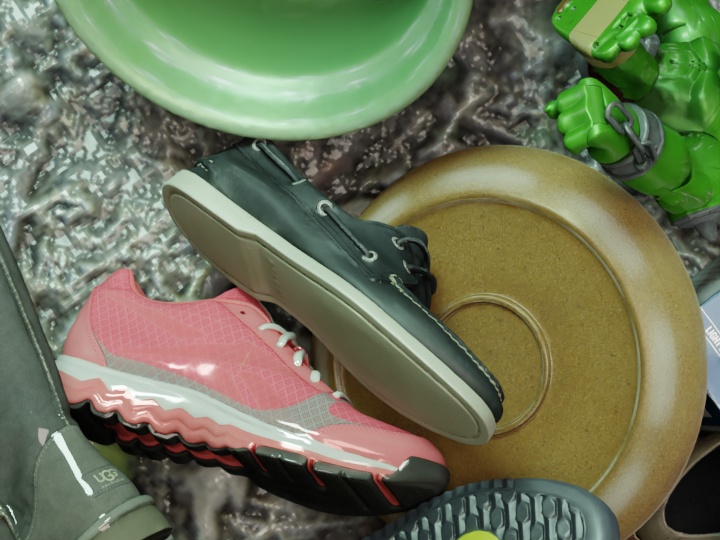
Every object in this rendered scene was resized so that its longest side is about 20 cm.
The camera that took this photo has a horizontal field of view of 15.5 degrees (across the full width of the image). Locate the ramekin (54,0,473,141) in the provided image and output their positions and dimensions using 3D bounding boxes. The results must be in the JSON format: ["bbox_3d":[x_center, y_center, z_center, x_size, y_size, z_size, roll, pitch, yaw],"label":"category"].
[{"bbox_3d":[-0.038,-0.167,1.190,0.199,0.200,0.098,25,42,-5],"label":"ramekin"}]

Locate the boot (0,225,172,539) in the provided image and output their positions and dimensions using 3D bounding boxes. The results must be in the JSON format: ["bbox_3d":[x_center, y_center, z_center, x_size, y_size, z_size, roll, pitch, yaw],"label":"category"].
[{"bbox_3d":[-0.185,0.078,1.211,0.182,0.072,0.200,-44,77,30],"label":"boot"}]

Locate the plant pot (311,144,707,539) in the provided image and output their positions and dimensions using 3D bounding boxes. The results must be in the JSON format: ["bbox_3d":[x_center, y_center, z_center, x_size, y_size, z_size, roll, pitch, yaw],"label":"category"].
[{"bbox_3d":[0.061,0.043,1.222,0.199,0.027,0.201,2,95,26],"label":"plant pot"}]

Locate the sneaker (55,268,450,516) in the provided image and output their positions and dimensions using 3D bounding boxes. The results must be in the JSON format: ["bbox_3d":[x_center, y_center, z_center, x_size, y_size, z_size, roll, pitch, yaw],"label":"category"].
[{"bbox_3d":[-0.049,0.051,1.221,0.199,0.074,0.087,16,72,13],"label":"sneaker"}]

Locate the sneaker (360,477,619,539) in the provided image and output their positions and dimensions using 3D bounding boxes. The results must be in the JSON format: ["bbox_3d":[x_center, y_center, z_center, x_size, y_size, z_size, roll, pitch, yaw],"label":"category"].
[{"bbox_3d":[0.039,0.153,1.212,0.199,0.078,0.066,-25,50,24],"label":"sneaker"}]

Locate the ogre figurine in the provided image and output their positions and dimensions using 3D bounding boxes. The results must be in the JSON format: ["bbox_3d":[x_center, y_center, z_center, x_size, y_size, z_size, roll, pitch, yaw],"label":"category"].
[{"bbox_3d":[0.135,-0.101,1.229,0.098,0.200,0.120,-35,125,12],"label":"ogre figurine"}]

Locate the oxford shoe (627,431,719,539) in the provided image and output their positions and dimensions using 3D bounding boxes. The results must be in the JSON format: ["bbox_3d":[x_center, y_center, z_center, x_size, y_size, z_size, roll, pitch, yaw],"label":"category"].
[{"bbox_3d":[0.220,0.085,1.268,0.199,0.075,0.071,-30,91,-8],"label":"oxford shoe"}]

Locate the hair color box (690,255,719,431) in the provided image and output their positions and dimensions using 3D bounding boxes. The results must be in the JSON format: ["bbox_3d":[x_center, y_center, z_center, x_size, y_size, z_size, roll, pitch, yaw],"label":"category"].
[{"bbox_3d":[0.226,-0.007,1.260,0.200,0.100,0.061,-38,93,-7],"label":"hair color box"}]

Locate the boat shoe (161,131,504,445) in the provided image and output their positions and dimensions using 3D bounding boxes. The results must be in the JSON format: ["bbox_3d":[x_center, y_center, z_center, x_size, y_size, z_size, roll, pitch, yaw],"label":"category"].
[{"bbox_3d":[0.000,0.001,1.199,0.199,0.075,0.066,34,65,31],"label":"boat shoe"}]
